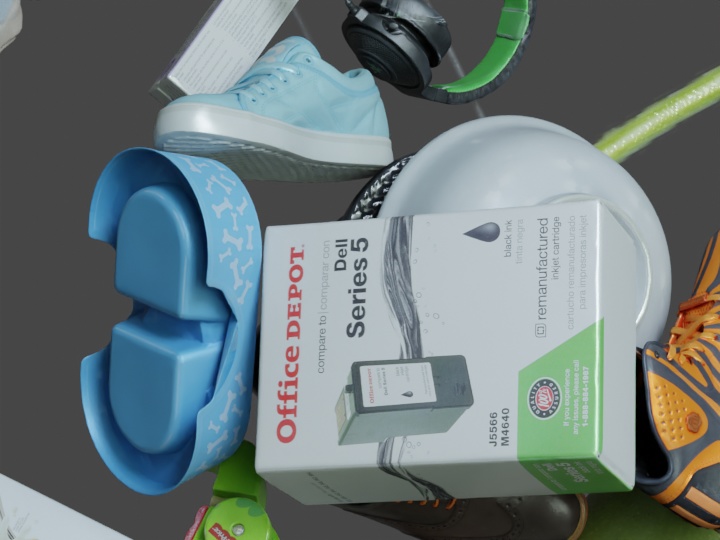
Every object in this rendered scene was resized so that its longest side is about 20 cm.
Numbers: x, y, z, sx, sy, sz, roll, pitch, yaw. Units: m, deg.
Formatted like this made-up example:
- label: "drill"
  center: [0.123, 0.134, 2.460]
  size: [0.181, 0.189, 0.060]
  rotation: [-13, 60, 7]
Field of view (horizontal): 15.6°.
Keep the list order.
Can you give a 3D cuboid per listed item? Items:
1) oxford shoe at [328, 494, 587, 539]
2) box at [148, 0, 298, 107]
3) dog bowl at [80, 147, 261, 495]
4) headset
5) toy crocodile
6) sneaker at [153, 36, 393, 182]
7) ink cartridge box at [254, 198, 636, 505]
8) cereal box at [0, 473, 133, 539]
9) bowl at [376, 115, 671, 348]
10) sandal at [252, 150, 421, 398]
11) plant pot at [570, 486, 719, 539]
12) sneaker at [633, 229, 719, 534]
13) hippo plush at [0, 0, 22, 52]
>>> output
- label: "oxford shoe"
  center: [0.036, 0.129, 1.542]
  size: [0.199, 0.073, 0.072]
  rotation: [12, 95, 3]
- label: "box"
  center: [-0.057, -0.176, 1.612]
  size: [0.041, 0.039, 0.200]
  rotation: [38, 67, -13]
- label: "dog bowl"
  center: [-0.106, 0.027, 1.496]
  size: [0.049, 0.111, 0.201]
  rotation: [-8, 110, -41]
- label: "headset"
  center: [0.036, -0.171, 1.613]
  size: [0.199, 0.094, 0.124]
  rotation: [13, 92, -37]
- label: "toy crocodile"
  center: [-0.087, 0.194, 1.516]
  size: [0.061, 0.068, 0.201]
  rotation: [10, 74, 9]
- label: "sneaker"
  center: [-0.056, -0.099, 1.558]
  size: [0.200, 0.074, 0.082]
  rotation: [5, 74, -57]
- label: "ink cartridge box"
  center: [0.047, 0.048, 1.452]
  size: [0.199, 0.084, 0.146]
  rotation: [-5, 72, 20]
- label: "cereal box"
  center: [-0.177, 0.204, 1.447]
  size: [0.199, 0.040, 0.144]
  rotation: [25, 69, 5]
- label: "bowl"
  center: [0.111, 0.004, 1.559]
  size: [0.200, 0.090, 0.202]
  rotation: [1, 87, -25]
- label: "sandal"
  center: [0.000, 0.000, 1.605]
  size: [0.200, 0.045, 0.075]
  rotation: [-46, 102, -7]
- label: "plant pot"
  center: [0.201, 0.177, 1.603]
  size: [0.190, 0.200, 0.200]
  rotation: [-37, 97, -14]
- label: "sneaker"
  center: [0.191, 0.045, 1.507]
  size: [0.112, 0.077, 0.201]
  rotation: [26, 53, -27]
- label: "hippo plush"
  center: [-0.219, -0.229, 1.477]
  size: [0.159, 0.161, 0.201]
  rotation: [-12, 86, -26]
